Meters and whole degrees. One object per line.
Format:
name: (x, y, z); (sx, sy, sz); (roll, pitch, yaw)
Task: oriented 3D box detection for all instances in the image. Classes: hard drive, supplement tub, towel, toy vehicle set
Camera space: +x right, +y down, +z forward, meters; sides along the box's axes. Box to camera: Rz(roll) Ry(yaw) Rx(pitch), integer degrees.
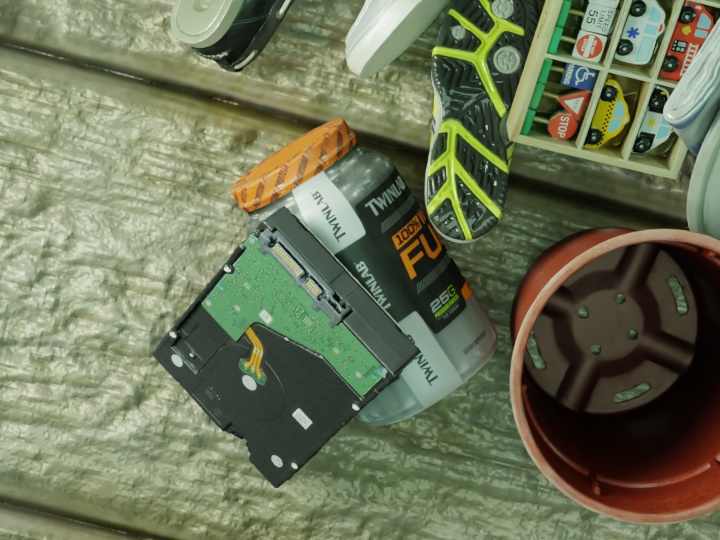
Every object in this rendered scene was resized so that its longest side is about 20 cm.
hard drive: (-0.056, 0.057, 1.489); (0.140, 0.200, 0.038); (46, 52, 4)
supplement tub: (0.000, 0.000, 1.517); (0.122, 0.123, 0.200); (-32, 101, 2)
towel: (0.283, -0.134, 1.487); (0.024, 0.200, 0.147); (34, 92, 29)
toy vehicle set: (0.186, -0.167, 1.445); (0.124, 0.027, 0.200); (11, 118, -9)

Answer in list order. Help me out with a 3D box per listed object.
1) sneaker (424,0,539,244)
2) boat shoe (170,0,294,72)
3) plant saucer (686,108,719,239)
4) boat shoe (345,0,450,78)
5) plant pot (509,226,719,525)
sneaker: (0.080, -0.116, 1.533); (0.075, 0.076, 0.200); (14, 80, 0)
boat shoe: (-0.056, -0.234, 1.512); (0.068, 0.072, 0.200); (34, 89, -45)
plant saucer: (0.312, -0.089, 1.493); (0.050, 0.200, 0.200); (38, 97, 31)
boat shoe: (0.042, -0.232, 1.512); (0.068, 0.072, 0.200); (38, 103, 12)
plant pot: (0.191, 0.055, 1.503); (0.200, 0.195, 0.201); (-1, 100, -4)
